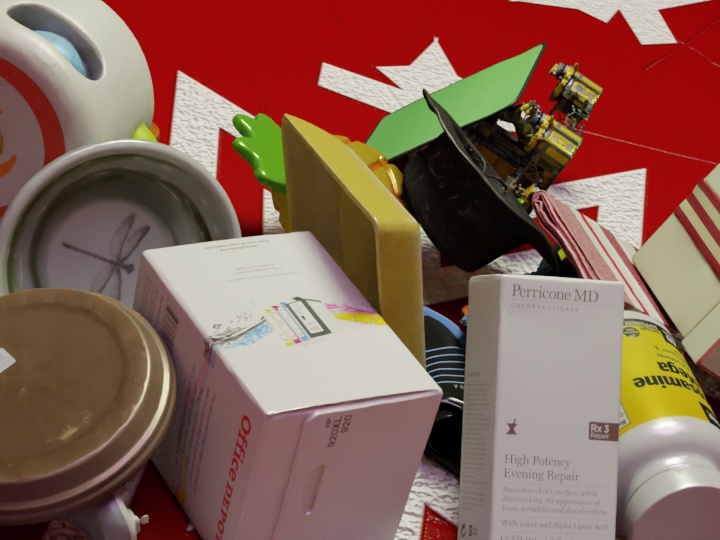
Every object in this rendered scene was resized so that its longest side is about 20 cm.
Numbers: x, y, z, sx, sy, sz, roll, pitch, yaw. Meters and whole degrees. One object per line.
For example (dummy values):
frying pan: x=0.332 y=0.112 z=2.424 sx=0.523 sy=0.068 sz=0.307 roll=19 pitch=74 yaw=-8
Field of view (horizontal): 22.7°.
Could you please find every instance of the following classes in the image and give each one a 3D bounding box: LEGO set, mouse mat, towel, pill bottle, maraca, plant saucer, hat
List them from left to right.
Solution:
plant saucer: x=-0.224 y=0.084 z=1.220 sx=0.199 sy=0.030 sz=0.201 roll=-4 pitch=48 yaw=4
plant saucer: x=-0.188 y=-0.005 z=1.350 sx=0.199 sy=0.201 sz=0.050 roll=-4 pitch=18 yaw=-27
maraca: x=-0.030 y=-0.069 z=1.555 sx=0.200 sy=0.107 sz=0.137 roll=33 pitch=20 yaw=-22
plant saucer: x=0.000 y=0.000 z=1.376 sx=0.048 sy=0.201 sz=0.200 roll=-15 pitch=33 yaw=-17
mouse mat: x=0.082 y=-0.153 z=1.725 sx=0.199 sy=0.008 sz=0.161 roll=-22 pitch=20 yaw=27
hat: x=0.089 y=-0.056 z=1.540 sx=0.201 sy=0.081 sz=0.201 roll=51 pitch=5 yaw=-6
LEGO set: x=0.139 y=-0.133 z=1.704 sx=0.116 sy=0.154 sz=0.200 roll=33 pitch=38 yaw=-2
towel: x=0.239 y=0.014 z=1.557 sx=0.200 sy=0.023 sz=0.144 roll=27 pitch=25 yaw=-39
pill bottle: x=0.218 y=0.130 z=1.370 sx=0.112 sy=0.113 sz=0.200 roll=4 pitch=34 yaw=-16

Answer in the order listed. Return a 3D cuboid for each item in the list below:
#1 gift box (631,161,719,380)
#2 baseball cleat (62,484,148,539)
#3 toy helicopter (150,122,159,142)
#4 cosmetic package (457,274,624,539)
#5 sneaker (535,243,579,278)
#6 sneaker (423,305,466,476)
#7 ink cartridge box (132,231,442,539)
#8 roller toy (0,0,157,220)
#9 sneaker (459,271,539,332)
gift box: x=0.376 y=0.018 z=1.513 sx=0.200 sy=0.185 sz=0.187 roll=26 pitch=23 yaw=-28
baseball cleat: x=-0.233 y=0.139 z=1.235 sx=0.106 sy=0.070 sz=0.200 roll=-25 pitch=45 yaw=-24
toy helicopter: x=-0.232 y=-0.053 z=1.504 sx=0.132 sy=0.079 sz=0.200 roll=1 pitch=35 yaw=-12
cosmetic package: x=0.131 y=0.105 z=1.298 sx=0.101 sy=0.201 sz=0.074 roll=3 pitch=-4 yaw=-17
sneaker: x=0.201 y=0.026 z=1.586 sx=0.078 sy=0.066 sz=0.200 roll=39 pitch=22 yaw=-14
sneaker: x=0.058 y=0.094 z=1.402 sx=0.078 sy=0.070 sz=0.200 roll=-9 pitch=40 yaw=-42
ink cartridge box: x=-0.064 y=0.091 z=1.284 sx=0.144 sy=0.148 sz=0.200 roll=-7 pitch=38 yaw=-31
roller toy: x=-0.268 y=-0.125 z=1.397 sx=0.199 sy=0.183 sz=0.140 roll=-1 pitch=26 yaw=22
sneaker: x=0.128 y=0.038 z=1.436 sx=0.075 sy=0.078 sz=0.200 roll=48 pitch=6 yaw=-9
